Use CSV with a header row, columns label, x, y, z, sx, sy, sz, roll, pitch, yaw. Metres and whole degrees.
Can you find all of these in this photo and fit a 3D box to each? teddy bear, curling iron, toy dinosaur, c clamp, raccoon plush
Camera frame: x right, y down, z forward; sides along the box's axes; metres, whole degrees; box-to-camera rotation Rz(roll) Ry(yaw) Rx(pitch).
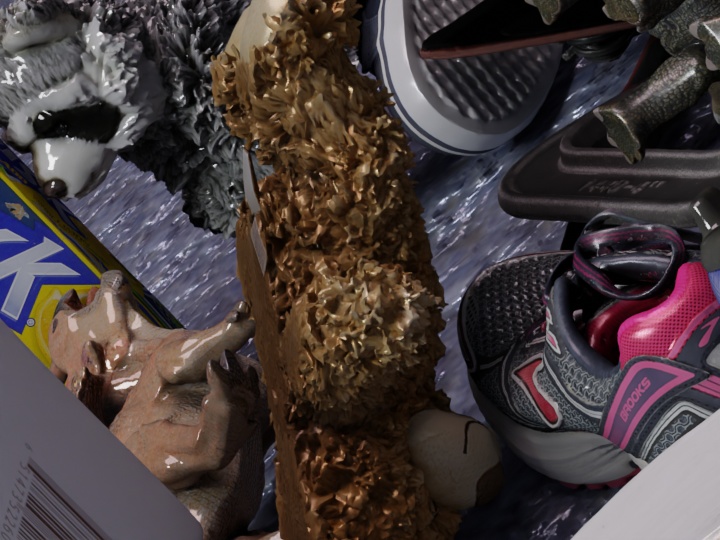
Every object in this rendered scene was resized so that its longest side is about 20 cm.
label,x,y,z,sx,sy,sz,roll,pitch,yaw
teddy bear,0.000,0.000,0.851,0.066,0.201,0.145,-9,-18,-10
curling iron,0.085,-0.047,0.994,0.049,0.026,0.200,-10,32,17
toy dinosaur,0.109,-0.083,0.754,0.102,0.077,0.200,-36,0,-19
c clamp,0.138,-0.055,0.892,0.171,0.027,0.200,-37,18,-26
toy dinosaur,-0.065,0.073,0.954,0.135,0.086,0.200,-32,23,28
raccoon plush,-0.076,-0.102,1.098,0.097,0.134,0.201,-45,24,42

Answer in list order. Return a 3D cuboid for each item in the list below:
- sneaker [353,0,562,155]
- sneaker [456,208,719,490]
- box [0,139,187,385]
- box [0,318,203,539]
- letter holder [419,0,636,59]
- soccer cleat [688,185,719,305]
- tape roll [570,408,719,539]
label,x,y,z,sx,sy,sz,roll,pitch,yaw
sneaker,0.033,-0.103,1.145,0.079,0.078,0.201,-45,22,38
sneaker,0.077,0.016,0.815,0.081,0.075,0.200,-47,19,-10
box,-0.137,0.000,1.070,0.070,0.200,0.064,-42,21,3
box,-0.152,0.126,0.754,0.200,0.106,0.152,-37,20,16
letter holder,0.078,-0.130,0.979,0.199,0.101,0.142,-7,23,42
soccer cleat,0.165,-0.022,0.746,0.200,0.084,0.065,-31,-1,-37
tape roll,0.105,0.099,0.596,0.202,0.071,0.203,-37,21,17
